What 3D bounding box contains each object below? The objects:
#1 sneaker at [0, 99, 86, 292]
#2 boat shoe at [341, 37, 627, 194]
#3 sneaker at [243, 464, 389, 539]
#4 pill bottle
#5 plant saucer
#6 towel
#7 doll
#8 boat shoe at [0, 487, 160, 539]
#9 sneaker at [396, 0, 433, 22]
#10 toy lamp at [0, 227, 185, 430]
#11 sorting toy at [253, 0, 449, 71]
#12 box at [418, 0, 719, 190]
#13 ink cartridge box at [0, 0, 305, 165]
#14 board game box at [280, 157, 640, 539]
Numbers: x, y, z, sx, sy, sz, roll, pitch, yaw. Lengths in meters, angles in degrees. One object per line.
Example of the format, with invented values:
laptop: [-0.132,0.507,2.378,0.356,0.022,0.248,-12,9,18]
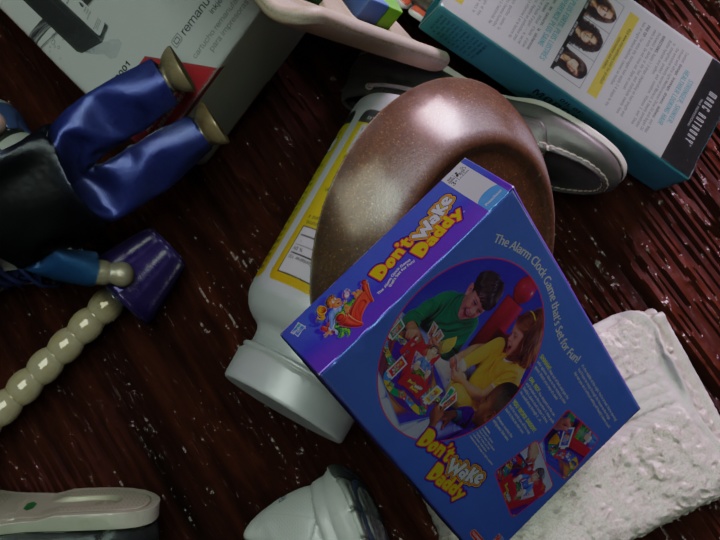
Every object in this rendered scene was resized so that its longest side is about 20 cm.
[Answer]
sneaker: [-0.248,-0.009,0.755,0.114,0.081,0.201,27,77,12]
boat shoe: [0.077,-0.091,0.762,0.199,0.067,0.057,30,69,17]
sneaker: [-0.008,0.225,0.694,0.086,0.075,0.202,-24,68,9]
pill bottle: [0.000,0.000,0.721,0.112,0.113,0.201,28,79,10]
plant saucer: [0.056,-0.009,0.666,0.036,0.200,0.202,18,74,44]
towel: [0.131,0.117,0.723,0.198,0.035,0.133,-27,75,-3]
doll: [-0.177,-0.047,0.699,0.199,0.049,0.137,-32,116,0]
boat shoe: [-0.221,0.175,0.713,0.197,0.072,0.068,-1,100,9]
sneaker: [0.038,-0.248,0.780,0.201,0.082,0.077,52,43,5]
toy lamp: [-0.196,0.054,0.749,0.058,0.058,0.200,42,84,13]
sorting toy: [-0.046,-0.201,0.697,0.200,0.185,0.037,47,112,21]
box: [0.144,-0.143,0.750,0.199,0.049,0.083,33,78,-8]
ink cartridge box: [-0.148,-0.192,0.773,0.200,0.084,0.145,44,105,14]
board game box: [0.064,0.057,0.631,0.134,0.200,0.045,-43,39,-7]
